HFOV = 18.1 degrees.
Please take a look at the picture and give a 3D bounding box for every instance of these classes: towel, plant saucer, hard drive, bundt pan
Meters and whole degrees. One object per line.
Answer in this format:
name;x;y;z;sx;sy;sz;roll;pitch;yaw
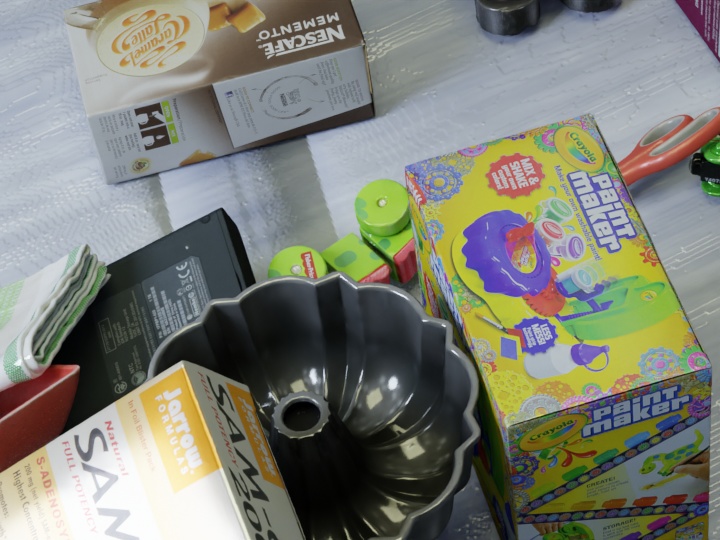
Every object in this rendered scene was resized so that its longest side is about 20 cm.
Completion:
towel;-0.264;0.054;1.423;0.200;0.031;0.149;-20;19;21
plant saucer;-0.281;0.123;1.362;0.200;0.037;0.199;-34;17;-30
hard drive;-0.155;0.059;1.448;0.200;0.033;0.140;-26;51;8
bundt pan;-0.028;0.102;1.277;0.201;0.076;0.202;-5;51;6

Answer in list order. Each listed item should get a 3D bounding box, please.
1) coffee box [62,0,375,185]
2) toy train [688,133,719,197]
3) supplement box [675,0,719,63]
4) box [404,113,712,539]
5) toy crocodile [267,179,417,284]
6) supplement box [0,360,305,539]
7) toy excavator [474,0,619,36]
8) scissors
coffee box;-0.100;-0.147;1.607;0.200;0.080;0.115;-14;51;-3
toy train;0.321;-0.067;1.511;0.200;0.042;0.056;9;44;15
supplement box;0.294;-0.223;1.597;0.131;0.103;0.200;-22;53;-10
box;0.118;0.052;1.346;0.122;0.193;0.200;-16;51;-5
toy crocodile;0.000;0.000;1.486;0.200;0.068;0.062;-39;61;-19
supplement box;-0.134;0.153;1.183;0.200;0.074;0.126;-32;63;16
toy excavator;0.150;-0.286;1.681;0.194;0.100;0.200;-14;43;-5
scissors;0.162;-0.055;1.515;0.200;0.014;0.073;-34;17;-18
